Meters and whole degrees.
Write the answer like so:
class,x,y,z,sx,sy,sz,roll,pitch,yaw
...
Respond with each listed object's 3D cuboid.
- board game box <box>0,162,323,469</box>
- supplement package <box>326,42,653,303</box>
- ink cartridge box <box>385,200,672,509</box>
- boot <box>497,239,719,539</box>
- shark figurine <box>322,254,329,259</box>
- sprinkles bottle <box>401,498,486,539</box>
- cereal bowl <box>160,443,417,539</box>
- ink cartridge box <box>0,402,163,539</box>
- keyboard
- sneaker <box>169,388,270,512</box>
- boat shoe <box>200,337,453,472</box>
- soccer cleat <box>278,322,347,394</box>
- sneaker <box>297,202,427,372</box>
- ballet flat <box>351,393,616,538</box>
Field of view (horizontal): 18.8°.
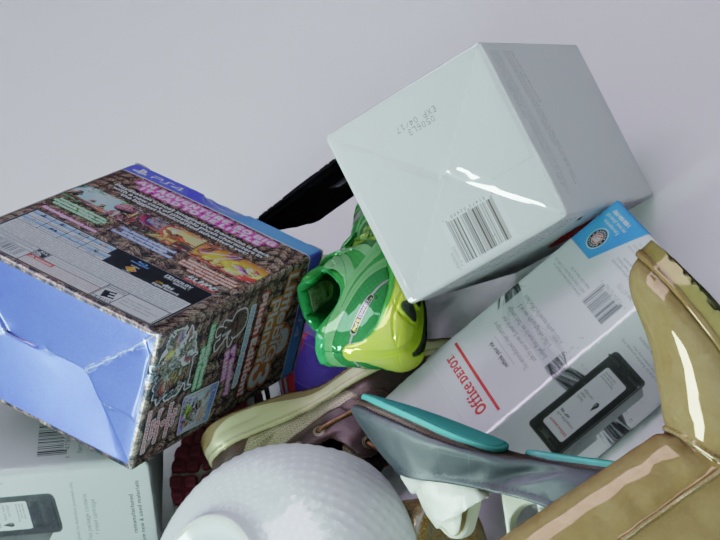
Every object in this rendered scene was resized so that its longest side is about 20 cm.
class,x,y,z,sx,sy,sz,roll,pitch,yaw
board game box,-0.147,0.024,1.416,0.159,0.097,0.200,25,26,22
supplement package,0.088,-0.066,1.397,0.121,0.120,0.200,-30,-6,23
ink cartridge box,0.116,0.062,1.326,0.200,0.068,0.116,-40,26,4
boot,0.132,0.109,1.147,0.200,0.176,0.066,-37,-11,6
shark figurine,0.033,-0.024,1.562,0.127,0.090,0.215,20,69,23
sprinkles bottle,-0.015,0.178,1.333,0.199,0.068,0.068,-14,38,43
cereal bowl,-0.061,0.195,1.264,0.199,0.083,0.202,-17,66,42
ink cartridge box,-0.234,0.123,1.453,0.198,0.084,0.146,-5,33,-1
keyboard,-0.004,-0.085,1.575,0.104,0.040,0.200,-13,-14,-43
sneaker,-0.085,0.125,1.503,0.080,0.075,0.201,-19,48,10
boat shoe,-0.002,0.106,1.412,0.199,0.072,0.072,-19,62,-2
soccer cleat,-0.050,0.037,1.577,0.068,0.073,0.200,-37,27,9
sneaker,0.000,0.000,1.421,0.083,0.075,0.200,-6,25,4
ballet flat,0.080,0.123,1.222,0.199,0.073,0.073,13,52,19
